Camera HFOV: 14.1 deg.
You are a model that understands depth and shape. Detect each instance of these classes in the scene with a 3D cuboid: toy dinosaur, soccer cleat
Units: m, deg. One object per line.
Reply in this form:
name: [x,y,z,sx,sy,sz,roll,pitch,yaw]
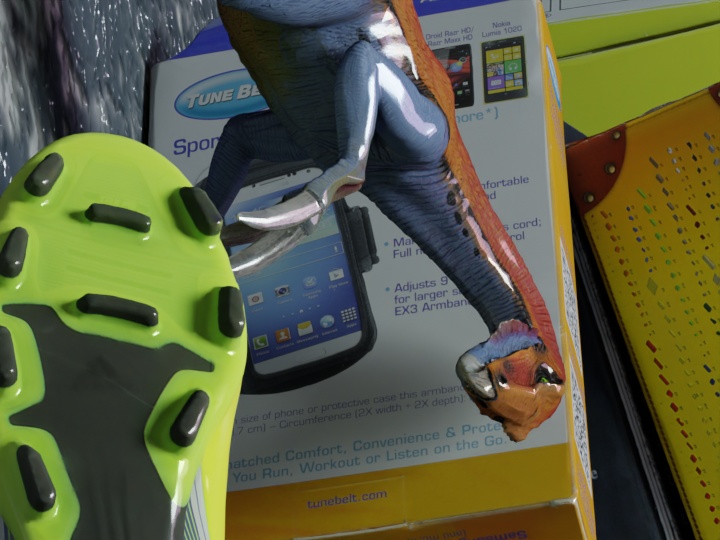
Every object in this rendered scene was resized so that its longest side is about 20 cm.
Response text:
toy dinosaur: [0.000,-0.050,0.708,0.200,0.181,0.105,-55,-162,5]
soccer cleat: [-0.058,0.065,0.618,0.084,0.064,0.201,124,-36,-54]

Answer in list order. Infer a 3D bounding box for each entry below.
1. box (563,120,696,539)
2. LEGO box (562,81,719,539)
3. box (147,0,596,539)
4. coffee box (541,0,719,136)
box: [0.063,0.072,0.944,0.200,0.124,0.197,22,50,-66]
LEGO box: [0.145,0.048,0.885,0.149,0.077,0.201,14,56,-69]
box: [0.000,0.000,0.812,0.042,0.119,0.201,70,15,-48]
coffee box: [0.084,-0.042,1.182,0.198,0.199,0.200,-81,161,-64]
